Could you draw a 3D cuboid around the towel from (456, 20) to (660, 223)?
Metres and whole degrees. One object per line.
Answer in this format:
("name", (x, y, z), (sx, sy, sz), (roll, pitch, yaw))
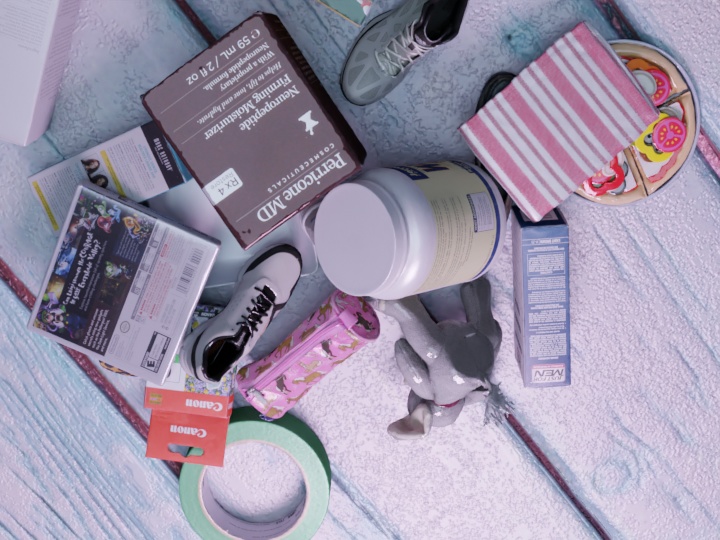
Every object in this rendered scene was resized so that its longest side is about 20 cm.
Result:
("towel", (0.229, -0.172, 1.424), (0.199, 0.030, 0.147), (-40, 92, 2))

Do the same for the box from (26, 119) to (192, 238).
("box", (-0.294, -0.113, 1.467), (0.198, 0.049, 0.083), (-20, 102, 22))

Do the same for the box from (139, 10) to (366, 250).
("box", (-0.113, -0.161, 1.380), (0.165, 0.164, 0.201), (-34, 97, 7))

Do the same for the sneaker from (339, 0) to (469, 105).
("sneaker", (0.048, -0.262, 1.399), (0.076, 0.116, 0.201), (41, 105, -11))

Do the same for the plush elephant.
("plush elephant", (0.098, 0.125, 1.516), (0.155, 0.163, 0.202), (-46, 65, 50))

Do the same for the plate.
("plate", (-0.160, -0.082, 1.508), (0.196, 0.032, 0.203), (-8, 107, 3))

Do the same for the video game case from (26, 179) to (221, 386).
("video game case", (-0.283, 0.017, 1.468), (0.180, 0.023, 0.202), (23, 110, -6))

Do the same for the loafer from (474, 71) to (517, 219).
("loafer", (0.166, -0.131, 1.464), (0.071, 0.063, 0.203), (5, 108, -1))

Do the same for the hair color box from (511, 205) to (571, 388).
("hair color box", (0.219, 0.030, 1.495), (0.060, 0.100, 0.203), (-3, 108, 1))

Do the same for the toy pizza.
("toy pizza", (0.306, -0.171, 1.463), (0.197, 0.032, 0.203), (1, 108, 2))

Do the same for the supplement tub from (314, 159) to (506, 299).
("supplement tub", (0.058, -0.047, 1.402), (0.144, 0.199, 0.147), (9, 104, 41))

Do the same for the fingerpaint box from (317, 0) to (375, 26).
("fingerpaint box", (-0.050, -0.347, 1.331), (0.165, 0.200, 0.074), (30, 105, -7))

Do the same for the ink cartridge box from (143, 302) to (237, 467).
("ink cartridge box", (-0.212, 0.142, 1.542), (0.107, 0.050, 0.203), (7, 89, 1))

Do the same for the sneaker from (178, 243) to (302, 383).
("sneaker", (-0.133, 0.057, 1.475), (0.074, 0.080, 0.201), (39, 87, -23))

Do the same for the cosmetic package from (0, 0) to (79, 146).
("cosmetic package", (-0.383, -0.257, 1.424), (0.070, 0.102, 0.202), (17, 107, -3))

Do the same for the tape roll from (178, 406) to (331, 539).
("tape roll", (-0.137, 0.280, 1.614), (0.197, 0.048, 0.203), (1, 108, 2))

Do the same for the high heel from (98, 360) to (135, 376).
("high heel", (-0.278, 0.037, 1.528), (0.142, 0.072, 0.200), (44, 116, -9))

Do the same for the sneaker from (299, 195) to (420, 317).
("sneaker", (0.000, 0.000, 1.491), (0.075, 0.082, 0.200), (-42, 118, 13))

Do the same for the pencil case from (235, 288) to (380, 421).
("pencil case", (-0.064, 0.102, 1.513), (0.082, 0.087, 0.199), (37, 120, -25))
